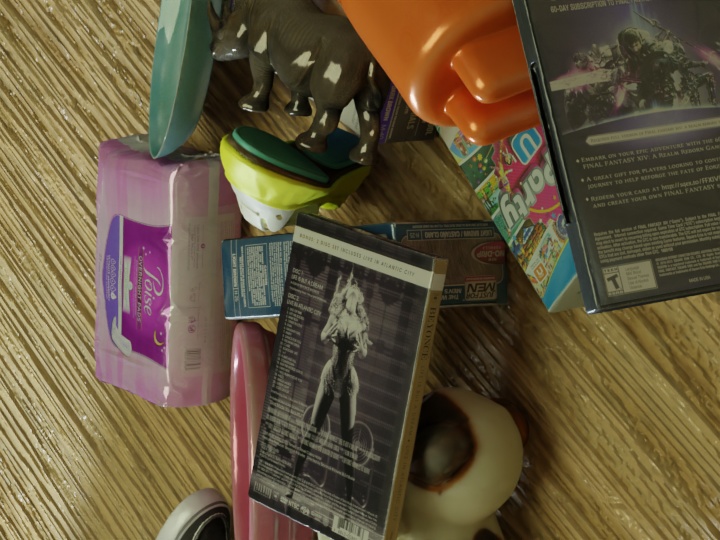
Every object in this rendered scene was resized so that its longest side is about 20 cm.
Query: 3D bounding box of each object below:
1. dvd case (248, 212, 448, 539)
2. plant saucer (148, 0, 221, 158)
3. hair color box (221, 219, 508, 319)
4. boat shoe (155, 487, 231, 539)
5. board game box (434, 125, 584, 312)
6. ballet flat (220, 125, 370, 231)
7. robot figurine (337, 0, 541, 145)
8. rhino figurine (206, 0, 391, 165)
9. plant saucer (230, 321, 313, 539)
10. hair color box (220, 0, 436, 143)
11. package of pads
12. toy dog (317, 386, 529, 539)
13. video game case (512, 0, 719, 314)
[{"bbox_3d":[-0.010,0.074,1.536,0.149,0.016,0.201,19,102,50],"label":"dvd case"},{"bbox_3d":[-0.130,-0.182,1.756,0.200,0.027,0.201,-173,90,-78],"label":"plant saucer"},{"bbox_3d":[0.000,0.000,1.623,0.200,0.100,0.061,-4,89,51],"label":"hair color box"},{"bbox_3d":[-0.130,0.264,1.855,0.066,0.070,0.200,39,125,32],"label":"boat shoe"},{"bbox_3d":[0.128,-0.099,1.479,0.200,0.064,0.148,60,137,26],"label":"board game box"},{"bbox_3d":[-0.049,-0.059,1.606,0.067,0.200,0.067,36,106,15],"label":"ballet flat"},{"bbox_3d":[0.052,-0.170,1.424,0.117,0.144,0.200,-42,58,14],"label":"robot figurine"},{"bbox_3d":[-0.048,-0.148,1.593,0.200,0.060,0.088,36,119,45],"label":"rhino figurine"},{"bbox_3d":[-0.064,0.137,1.709,0.201,0.051,0.201,178,90,-83],"label":"plant saucer"},{"bbox_3d":[-0.016,-0.181,1.646,0.200,0.065,0.110,37,123,40],"label":"hair color box"},{"bbox_3d":[-0.151,-0.001,1.830,0.120,0.075,0.201,17,109,50],"label":"package of pads"},{"bbox_3d":[0.048,0.176,1.565,0.194,0.139,0.201,19,109,42],"label":"toy dog"},{"bbox_3d":[0.172,-0.083,1.363,0.019,0.142,0.201,-29,72,63],"label":"video game case"}]
